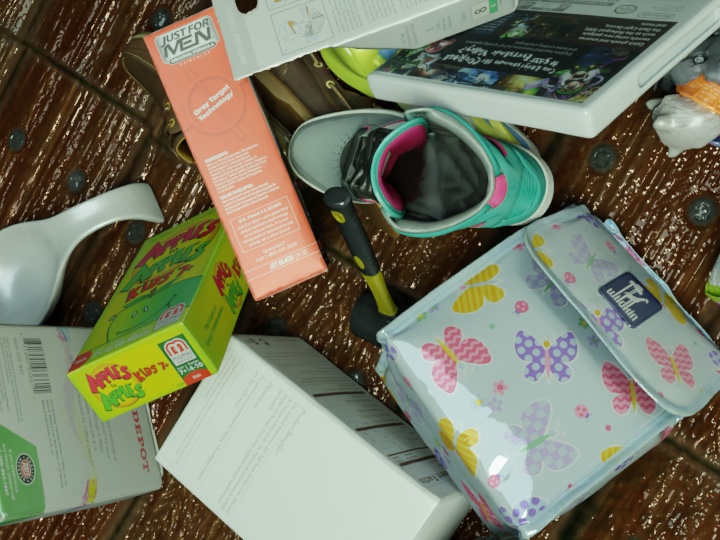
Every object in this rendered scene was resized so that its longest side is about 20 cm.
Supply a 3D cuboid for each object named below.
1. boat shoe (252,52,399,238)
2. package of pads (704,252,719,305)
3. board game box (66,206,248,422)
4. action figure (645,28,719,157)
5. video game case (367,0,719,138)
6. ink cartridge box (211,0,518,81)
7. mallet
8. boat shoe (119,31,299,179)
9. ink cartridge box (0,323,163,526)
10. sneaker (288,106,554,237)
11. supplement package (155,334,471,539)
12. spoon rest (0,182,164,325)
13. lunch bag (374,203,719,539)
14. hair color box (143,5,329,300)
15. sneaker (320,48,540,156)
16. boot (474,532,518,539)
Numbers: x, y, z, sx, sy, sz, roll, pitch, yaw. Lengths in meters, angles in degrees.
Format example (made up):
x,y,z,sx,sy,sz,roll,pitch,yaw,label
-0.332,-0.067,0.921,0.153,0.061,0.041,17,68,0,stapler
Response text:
x,y,z,sx,sy,sz,roll,pitch,yaw,label
-0.015,-0.117,0.832,0.070,0.070,0.200,-38,79,-12,boat shoe
0.326,-0.041,0.663,0.154,0.068,0.201,25,94,-3,package of pads
-0.141,0.022,0.808,0.101,0.200,0.048,-24,114,19,board game box
0.242,-0.173,0.719,0.199,0.105,0.194,25,85,19,action figure
0.130,-0.156,0.698,0.182,0.023,0.200,-39,36,-24,video game case
-0.009,-0.223,0.739,0.199,0.050,0.162,-20,70,6,ink cartridge box
0.000,0.000,0.756,0.066,0.200,0.041,16,65,32,mallet
-0.135,-0.127,0.872,0.200,0.072,0.068,39,72,19,boat shoe
-0.258,0.123,0.839,0.087,0.200,0.146,-19,79,23,ink cartridge box
0.021,-0.070,0.708,0.199,0.121,0.084,11,95,23,sneaker
-0.029,0.151,0.787,0.200,0.117,0.117,37,99,21,supplement package
-0.271,-0.015,0.933,0.199,0.061,0.100,-32,74,15,spoon rest
0.133,0.062,0.720,0.199,0.127,0.170,-32,73,-13,lunch bag
-0.087,-0.083,0.778,0.061,0.102,0.201,-23,94,0,hair color box
0.071,-0.155,0.800,0.200,0.076,0.105,36,75,2,sneaker
0.074,0.267,0.682,0.131,0.068,0.200,42,116,-1,boot
